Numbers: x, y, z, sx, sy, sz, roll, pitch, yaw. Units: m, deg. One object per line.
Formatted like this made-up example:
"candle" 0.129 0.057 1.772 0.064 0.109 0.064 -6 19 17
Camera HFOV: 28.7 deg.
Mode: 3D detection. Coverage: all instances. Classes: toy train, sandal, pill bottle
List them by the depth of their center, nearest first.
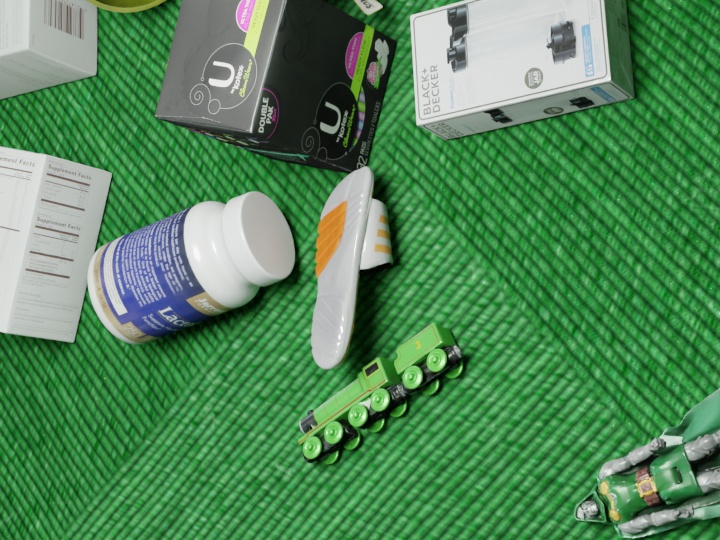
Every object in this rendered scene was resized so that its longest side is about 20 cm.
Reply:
"toy train" 0.015 0.120 1.362 0.200 0.042 0.056 -37 55 22
"sandal" -0.005 0.002 1.381 0.079 0.059 0.207 -18 59 55
"pill bottle" -0.173 -0.005 1.455 0.200 0.116 0.116 -21 71 28

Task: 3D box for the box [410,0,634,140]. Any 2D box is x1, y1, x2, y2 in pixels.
"box" 0.148 -0.200 1.319 0.200 0.060 0.117 -9 77 31

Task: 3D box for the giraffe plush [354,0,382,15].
"giraffe plush" -0.051 -0.363 1.378 0.200 0.162 0.173 35 62 26

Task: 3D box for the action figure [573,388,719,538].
"action figure" 0.266 0.174 1.188 0.200 0.055 0.118 -30 70 29

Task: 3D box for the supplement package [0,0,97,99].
"supplement package" -0.422 -0.279 1.657 0.200 0.117 0.117 -8 78 30

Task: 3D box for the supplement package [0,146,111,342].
"supplement package" -0.375 -0.031 1.589 0.114 0.110 0.200 13 89 33

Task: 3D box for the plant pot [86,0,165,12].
"plant pot" -0.300 -0.410 1.576 0.193 0.200 0.201 31 99 45

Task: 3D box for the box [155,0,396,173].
"box" -0.079 -0.189 1.376 0.124 0.200 0.149 12 88 33
